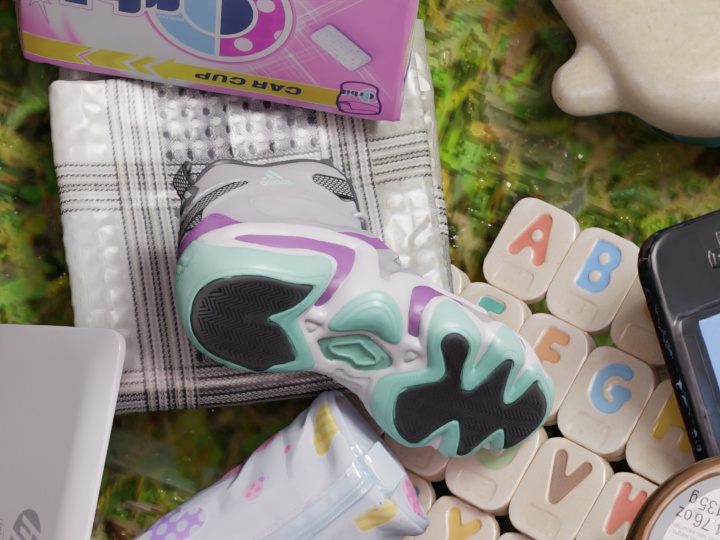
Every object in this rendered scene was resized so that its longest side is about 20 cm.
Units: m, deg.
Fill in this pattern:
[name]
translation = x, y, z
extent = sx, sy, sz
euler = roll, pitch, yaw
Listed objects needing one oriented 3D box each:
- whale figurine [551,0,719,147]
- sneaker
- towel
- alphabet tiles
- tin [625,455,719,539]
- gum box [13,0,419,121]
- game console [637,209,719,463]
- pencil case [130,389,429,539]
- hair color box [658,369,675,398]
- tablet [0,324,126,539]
[whale figurine]
translation = 0.146, -0.140, 1.336
extent = 0.199, 0.104, 0.160
euler = 29, 82, 22
[sneaker]
translation = 0.000, 0.000, 1.247
extent = 0.199, 0.140, 0.078
euler = 27, 120, -28
[towel]
translation = -0.051, -0.033, 1.299
extent = 0.191, 0.035, 0.201
euler = -5, 69, -6
[alphabet tiles]
translation = 0.076, 0.069, 1.276
extent = 0.199, 0.015, 0.196
euler = 27, 85, 34
[tin]
translation = 0.151, 0.175, 1.159
extent = 0.111, 0.042, 0.201
euler = 20, 83, 9
[gum box]
translation = -0.070, -0.146, 1.270
extent = 0.199, 0.114, 0.066
euler = 10, 52, 2
[game console]
translation = 0.243, 0.052, 1.201
extent = 0.172, 0.119, 0.201
euler = -18, 91, -33
[pencil case]
translation = -0.065, 0.141, 1.257
extent = 0.200, 0.091, 0.083
euler = -36, 79, 4
[hair color box]
translation = 0.211, -0.007, 1.314
extent = 0.060, 0.100, 0.201
euler = 31, 83, -5
[tablet]
translation = -0.162, 0.125, 1.252
extent = 0.014, 0.130, 0.201
euler = 14, 82, -34
